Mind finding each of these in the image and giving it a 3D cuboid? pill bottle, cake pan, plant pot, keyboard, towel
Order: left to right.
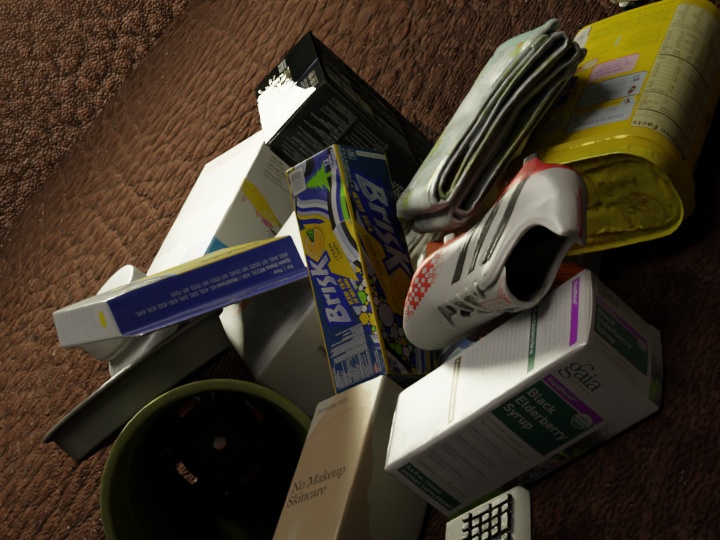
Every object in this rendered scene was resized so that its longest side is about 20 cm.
[{"bbox_3d":[-0.194,0.106,1.327,0.200,0.037,0.200,-38,-2,-1],"label":"cake pan"},{"bbox_3d":[-0.182,0.091,1.493,0.114,0.199,0.115,-42,24,23],"label":"pill bottle"},{"bbox_3d":[-0.125,0.174,1.306,0.201,0.199,0.190,-51,10,3],"label":"plant pot"},{"bbox_3d":[0.060,0.221,0.916,0.104,0.040,0.201,-38,24,29],"label":"keyboard"},{"bbox_3d":[0.095,-0.110,1.161,0.172,0.048,0.200,-54,5,-4],"label":"towel"}]

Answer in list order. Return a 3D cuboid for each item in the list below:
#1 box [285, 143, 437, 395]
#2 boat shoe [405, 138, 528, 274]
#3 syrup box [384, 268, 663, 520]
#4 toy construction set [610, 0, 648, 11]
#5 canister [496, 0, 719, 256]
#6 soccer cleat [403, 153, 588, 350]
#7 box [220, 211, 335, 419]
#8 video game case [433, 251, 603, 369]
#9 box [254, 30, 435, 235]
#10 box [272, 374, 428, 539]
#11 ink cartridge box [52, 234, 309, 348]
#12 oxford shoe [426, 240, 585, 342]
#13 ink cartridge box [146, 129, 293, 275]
[{"bbox_3d":[0.000,0.000,1.238,0.064,0.070,0.202,-24,72,38],"label":"box"},{"bbox_3d":[0.089,-0.031,1.270,0.200,0.071,0.070,-50,47,2],"label":"boat shoe"},{"bbox_3d":[0.115,0.093,1.054,0.199,0.079,0.082,-36,26,35],"label":"syrup box"},{"bbox_3d":[0.275,-0.306,1.340,0.132,0.092,0.200,-57,11,-13],"label":"toy construction set"},{"bbox_3d":[0.204,-0.116,1.145,0.147,0.087,0.201,-12,37,39],"label":"canister"},{"bbox_3d":[0.093,0.005,1.050,0.200,0.068,0.086,-48,32,36],"label":"soccer cleat"},{"bbox_3d":[-0.038,0.041,1.405,0.153,0.106,0.200,-52,22,2],"label":"box"},{"bbox_3d":[0.127,0.021,1.217,0.182,0.022,0.201,-31,30,43],"label":"video game case"},{"bbox_3d":[0.000,-0.119,1.446,0.086,0.200,0.164,-45,24,13],"label":"box"},{"bbox_3d":[-0.007,0.192,1.146,0.095,0.078,0.201,-28,33,42],"label":"box"},{"bbox_3d":[-0.158,0.017,1.339,0.196,0.048,0.199,-20,3,-31],"label":"ink cartridge box"},{"bbox_3d":[0.118,0.024,1.145,0.199,0.071,0.074,16,101,61],"label":"oxford shoe"},{"bbox_3d":[-0.120,-0.024,1.615,0.147,0.144,0.201,-21,38,52],"label":"ink cartridge box"}]
